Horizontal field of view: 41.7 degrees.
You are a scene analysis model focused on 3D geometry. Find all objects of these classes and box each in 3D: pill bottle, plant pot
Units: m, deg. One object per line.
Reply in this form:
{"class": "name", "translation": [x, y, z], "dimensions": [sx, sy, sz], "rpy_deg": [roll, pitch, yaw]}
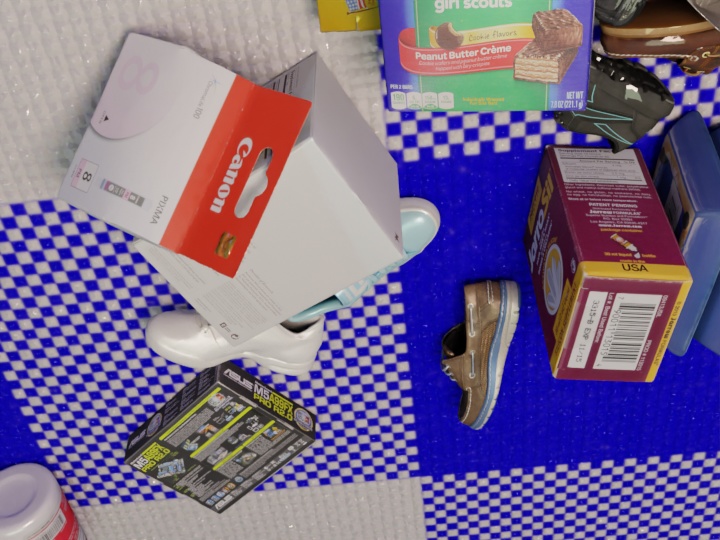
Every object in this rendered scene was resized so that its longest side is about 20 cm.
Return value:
{"class": "pill bottle", "translation": [-0.429, 0.362, 1.261], "dimensions": [0.110, 0.113, 0.203], "rpy_deg": [-6, 130, 4]}
{"class": "plant pot", "translation": [0.373, -0.030, 0.910], "dimensions": [0.176, 0.202, 0.203], "rpy_deg": [6, 131, 1]}

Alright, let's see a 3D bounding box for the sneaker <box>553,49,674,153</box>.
{"class": "sneaker", "translation": [0.194, -0.169, 0.865], "dimensions": [0.197, 0.076, 0.080], "rpy_deg": [24, 128, -19]}

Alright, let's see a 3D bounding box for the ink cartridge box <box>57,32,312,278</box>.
{"class": "ink cartridge box", "translation": [-0.155, -0.103, 0.802], "dimensions": [0.057, 0.198, 0.165], "rpy_deg": [28, 85, -51]}

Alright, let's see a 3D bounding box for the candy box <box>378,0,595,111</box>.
{"class": "candy box", "translation": [0.099, -0.228, 0.732], "dimensions": [0.165, 0.078, 0.203], "rpy_deg": [1, 128, 11]}

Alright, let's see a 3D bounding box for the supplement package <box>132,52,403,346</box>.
{"class": "supplement package", "translation": [-0.081, -0.065, 0.893], "dimensions": [0.198, 0.152, 0.152], "rpy_deg": [-27, 125, 20]}

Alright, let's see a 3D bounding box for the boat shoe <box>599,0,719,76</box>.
{"class": "boat shoe", "translation": [0.310, -0.207, 0.838], "dimensions": [0.195, 0.071, 0.071], "rpy_deg": [-7, 126, 4]}

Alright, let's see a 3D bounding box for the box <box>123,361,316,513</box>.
{"class": "box", "translation": [-0.176, 0.212, 1.189], "dimensions": [0.159, 0.045, 0.199], "rpy_deg": [35, 120, -26]}

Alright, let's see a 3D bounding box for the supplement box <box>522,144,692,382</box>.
{"class": "supplement box", "translation": [0.229, -0.011, 0.912], "dimensions": [0.101, 0.202, 0.133], "rpy_deg": [2, 130, -3]}

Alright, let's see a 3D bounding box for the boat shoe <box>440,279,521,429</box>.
{"class": "boat shoe", "translation": [0.129, 0.094, 1.090], "dimensions": [0.071, 0.073, 0.203], "rpy_deg": [8, 119, -2]}

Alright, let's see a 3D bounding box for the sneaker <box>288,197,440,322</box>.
{"class": "sneaker", "translation": [0.000, 0.000, 0.993], "dimensions": [0.198, 0.083, 0.074], "rpy_deg": [-30, 126, 21]}

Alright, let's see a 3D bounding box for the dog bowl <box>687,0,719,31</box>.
{"class": "dog bowl", "translation": [0.312, -0.287, 0.725], "dimensions": [0.198, 0.059, 0.202], "rpy_deg": [-27, 143, -22]}

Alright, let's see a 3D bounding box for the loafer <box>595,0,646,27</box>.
{"class": "loafer", "translation": [0.237, -0.299, 0.762], "dimensions": [0.070, 0.068, 0.203], "rpy_deg": [33, 117, 12]}

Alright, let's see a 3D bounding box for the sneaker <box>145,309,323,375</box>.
{"class": "sneaker", "translation": [-0.135, 0.058, 1.045], "dimensions": [0.196, 0.076, 0.089], "rpy_deg": [7, 134, -21]}

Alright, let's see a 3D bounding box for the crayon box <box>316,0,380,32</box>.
{"class": "crayon box", "translation": [0.056, -0.274, 0.788], "dimensions": [0.195, 0.051, 0.129], "rpy_deg": [-4, 130, 1]}
